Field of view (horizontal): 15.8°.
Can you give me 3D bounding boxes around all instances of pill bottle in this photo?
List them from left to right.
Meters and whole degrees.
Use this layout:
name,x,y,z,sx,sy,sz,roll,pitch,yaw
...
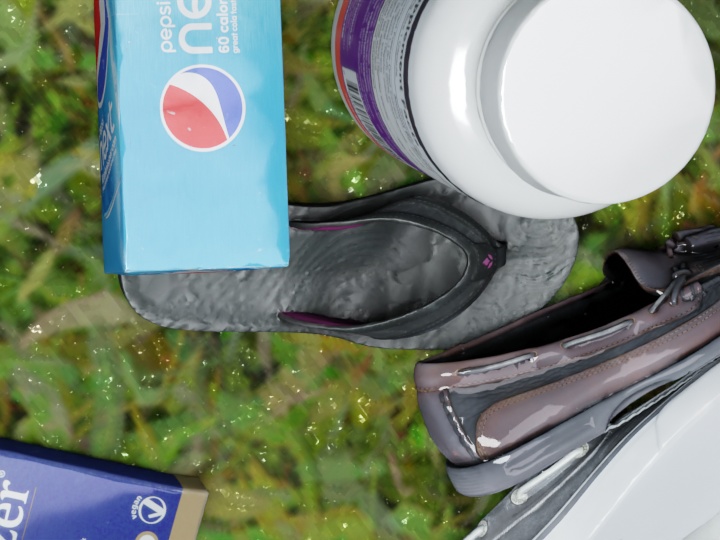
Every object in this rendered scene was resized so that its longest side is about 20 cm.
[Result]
name,x,y,z,sx,sy,sz,roll,pitch,yaw
pill bottle,0.063,-0.080,1.011,0.111,0.200,0.112,-3,101,-14

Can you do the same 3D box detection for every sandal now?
name,x,y,z,sx,sy,sz,roll,pitch,yaw
sandal,-0.001,0.001,1.089,0.200,0.048,0.075,-3,101,-14

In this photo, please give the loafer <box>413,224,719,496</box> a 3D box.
name,x,y,z,sx,sy,sz,roll,pitch,yaw
loafer,0.111,0.020,1.101,0.200,0.072,0.063,-33,101,-18

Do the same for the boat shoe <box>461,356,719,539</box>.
name,x,y,z,sx,sy,sz,roll,pitch,yaw
boat shoe,0.100,0.097,1.121,0.200,0.068,0.072,-46,140,5

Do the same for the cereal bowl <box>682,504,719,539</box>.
name,x,y,z,sx,sy,sz,roll,pitch,yaw
cereal bowl,0.238,0.143,1.158,0.200,0.083,0.200,-3,101,-13

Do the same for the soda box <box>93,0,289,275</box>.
name,x,y,z,sx,sy,sz,roll,pitch,yaw
soda box,-0.070,-0.099,1.028,0.068,0.064,0.200,-2,89,-13

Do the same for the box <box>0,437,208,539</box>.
name,x,y,z,sx,sy,sz,roll,pitch,yaw
box,-0.175,0.126,1.077,0.200,0.032,0.121,14,97,-15
